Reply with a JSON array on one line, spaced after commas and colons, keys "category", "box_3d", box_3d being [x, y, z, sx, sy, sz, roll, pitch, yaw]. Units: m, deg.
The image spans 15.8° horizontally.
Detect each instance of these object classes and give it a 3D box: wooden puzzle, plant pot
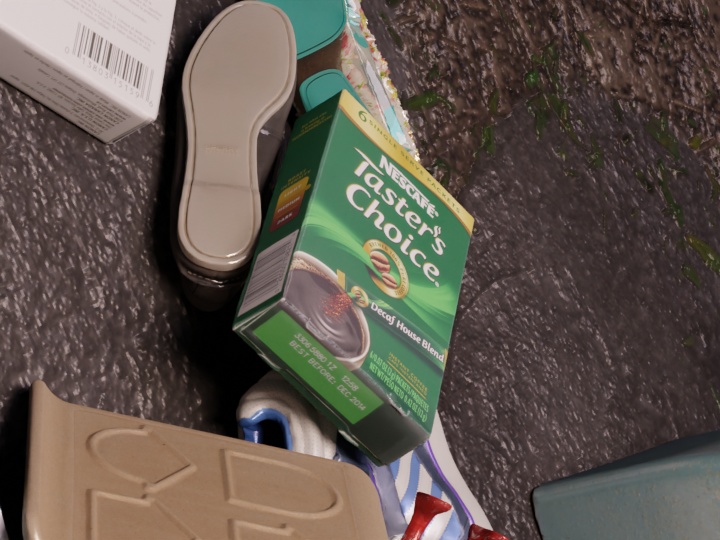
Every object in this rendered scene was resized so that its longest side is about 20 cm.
[{"category": "wooden puzzle", "box_3d": [-0.077, 0.132, 1.292, 0.199, 0.047, 0.185, 18, 18, -12]}, {"category": "plant pot", "box_3d": [0.264, 0.189, 1.634, 0.195, 0.199, 0.197, -11, 81, -50]}]

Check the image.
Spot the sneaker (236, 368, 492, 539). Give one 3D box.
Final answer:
[{"category": "sneaker", "box_3d": [-0.006, 0.145, 1.449, 0.146, 0.080, 0.201, -18, 88, -45]}]

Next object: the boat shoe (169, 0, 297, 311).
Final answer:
[{"category": "boat shoe", "box_3d": [-0.078, -0.067, 1.490, 0.066, 0.057, 0.201, 11, 53, -5]}]

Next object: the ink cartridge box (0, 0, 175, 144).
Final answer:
[{"category": "ink cartridge box", "box_3d": [-0.185, -0.192, 1.425, 0.200, 0.043, 0.174, 32, 50, -35]}]

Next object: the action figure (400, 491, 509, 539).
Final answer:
[{"category": "action figure", "box_3d": [0.010, 0.218, 1.361, 0.065, 0.052, 0.201, 32, 81, -24]}]

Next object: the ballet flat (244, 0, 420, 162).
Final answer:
[{"category": "ballet flat", "box_3d": [-0.021, -0.129, 1.578, 0.064, 0.075, 0.201, -35, 106, -81]}]

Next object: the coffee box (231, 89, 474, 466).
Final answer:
[{"category": "coffee box", "box_3d": [0.000, 0.000, 1.444, 0.123, 0.044, 0.200, 44, 33, -21]}]

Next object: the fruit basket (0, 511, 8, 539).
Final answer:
[{"category": "fruit basket", "box_3d": [-0.259, 0.079, 1.153, 0.199, 0.094, 0.186, -13, 82, -31]}]
